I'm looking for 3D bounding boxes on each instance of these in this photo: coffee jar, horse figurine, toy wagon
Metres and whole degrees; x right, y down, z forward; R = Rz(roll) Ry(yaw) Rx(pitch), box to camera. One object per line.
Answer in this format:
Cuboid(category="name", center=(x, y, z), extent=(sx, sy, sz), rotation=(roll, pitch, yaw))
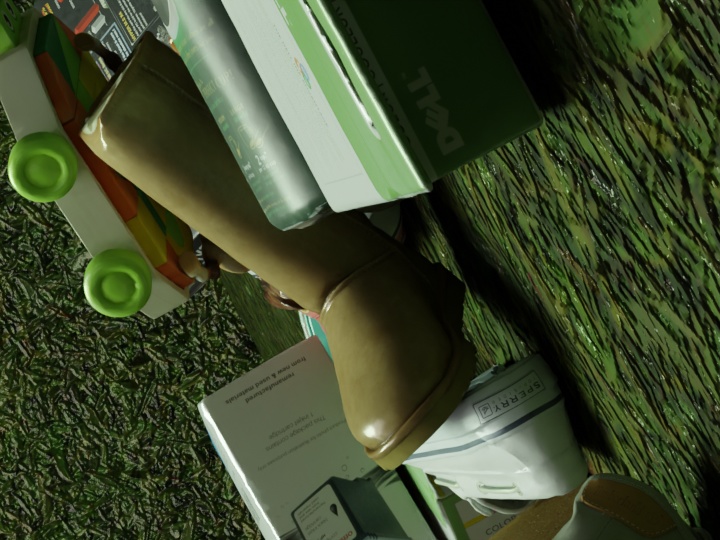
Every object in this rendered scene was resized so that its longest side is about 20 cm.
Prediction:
Cuboid(category="coffee jar", center=(-0.043, -0.121, 0.848), extent=(0.200, 0.085, 0.104), rotation=(61, 169, -4))
Cuboid(category="horse figurine", center=(-0.081, -0.056, 1.058), extent=(0.200, 0.050, 0.132), rotation=(61, -167, 11))
Cuboid(category="toy wagon", center=(-0.145, -0.070, 0.999), extent=(0.200, 0.039, 0.155), rotation=(60, -173, -24))

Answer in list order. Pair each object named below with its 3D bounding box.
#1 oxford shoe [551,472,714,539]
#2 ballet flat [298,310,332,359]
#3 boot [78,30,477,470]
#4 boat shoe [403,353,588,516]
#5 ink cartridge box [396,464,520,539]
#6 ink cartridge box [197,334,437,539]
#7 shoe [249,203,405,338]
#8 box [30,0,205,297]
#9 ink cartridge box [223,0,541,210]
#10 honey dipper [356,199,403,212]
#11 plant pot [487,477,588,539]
Cuboid(category="oxford shoe", center=(0.120, 0.128, 0.782), extent=(0.075, 0.058, 0.200), rotation=(22, 167, 29))
Cuboid(category="ballet flat", center=(0.022, 0.070, 1.267), extent=(0.200, 0.069, 0.071), rotation=(61, -161, 4))
Cuboid(category="boot", center=(-0.043, -0.011, 0.925), extent=(0.200, 0.066, 0.175), rotation=(39, -164, -13))
Cuboid(category="boat shoe", center=(0.059, 0.088, 0.968), extent=(0.067, 0.073, 0.200), rotation=(62, 173, 3))
Cuboid(category="ink cartridge box", center=(0.064, 0.129, 1.157), extent=(0.200, 0.059, 0.104), rotation=(66, 172, -30))
Cuboid(category="ink cartridge box", center=(-0.011, 0.155, 1.190), extent=(0.200, 0.086, 0.146), rotation=(58, 172, 11))
Cuboid(category="shoe", center=(0.000, 0.000, 1.132), extent=(0.091, 0.072, 0.200), rotation=(41, 166, -15))
Cuboid(category="box", center=(-0.116, -0.107, 1.191), extent=(0.050, 0.158, 0.200), rotation=(-4, -125, -50))
Cuboid(category="ink cartridge box", center=(0.005, -0.081, 0.693), extent=(0.104, 0.059, 0.200), rotation=(62, 173, -4))
Cuboid(category="honey dipper", center=(-0.028, -0.119, 0.985), extent=(0.038, 0.038, 0.200), rotation=(77, 168, -66))
Cuboid(category="plant pot", center=(0.064, 0.226, 0.959), extent=(0.187, 0.200, 0.186), rotation=(61, 174, 10))
